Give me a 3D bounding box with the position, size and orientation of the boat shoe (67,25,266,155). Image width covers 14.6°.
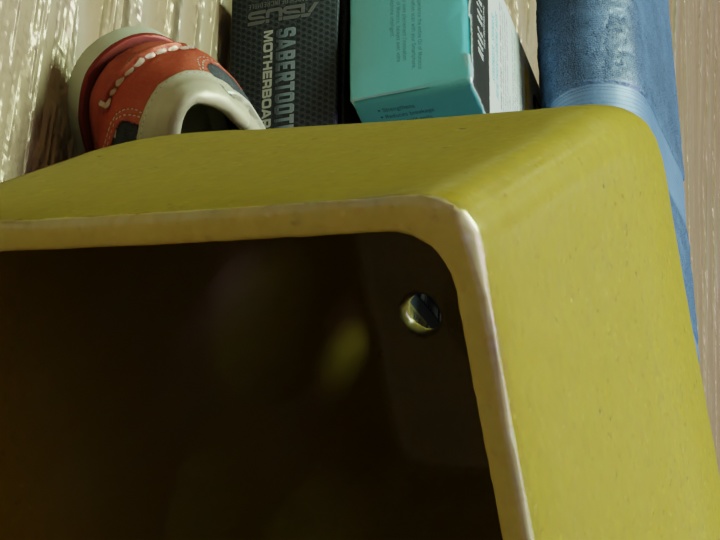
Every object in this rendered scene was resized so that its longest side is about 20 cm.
[{"bbox_3d":[-0.036,0.008,0.944,0.071,0.063,0.200,-36,126,-18],"label":"boat shoe"}]

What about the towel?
[{"bbox_3d":[0.101,-0.049,1.142,0.112,0.048,0.201,55,30,-60],"label":"towel"}]

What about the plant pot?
[{"bbox_3d":[0.008,0.046,0.815,0.200,0.194,0.196,-34,117,-55],"label":"plant pot"}]

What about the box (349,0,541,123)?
[{"bbox_3d":[0.048,-0.044,1.128,0.200,0.049,0.083,62,23,-51],"label":"box"}]

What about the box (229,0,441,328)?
[{"bbox_3d":[0.000,0.000,1.127,0.200,0.051,0.158,53,35,-60],"label":"box"}]
